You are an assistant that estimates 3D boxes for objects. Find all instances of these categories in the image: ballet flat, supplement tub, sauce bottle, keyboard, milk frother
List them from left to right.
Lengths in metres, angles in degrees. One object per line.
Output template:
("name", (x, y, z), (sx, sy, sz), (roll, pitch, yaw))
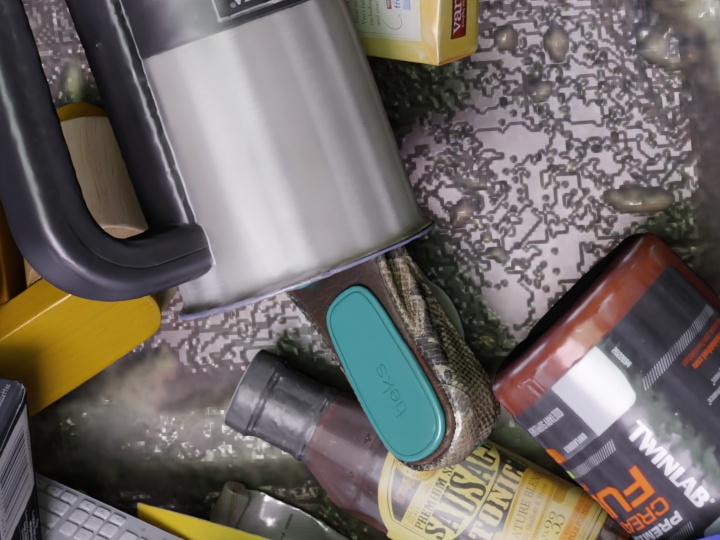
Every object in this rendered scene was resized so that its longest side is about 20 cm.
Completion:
("keyboard", (-0.174, 0.113, 1.230), (0.199, 0.056, 0.011), (21, 133, 22))
("milk frother", (-0.090, -0.077, 1.135), (0.179, 0.200, 0.189), (-20, 95, -11))
("ballet flat", (0.000, 0.000, 1.206), (0.068, 0.075, 0.201), (-38, 81, 34))
("sauce bottle", (0.031, 0.101, 1.229), (0.199, 0.066, 0.066), (25, 107, 5))
("supplement tub", (0.161, 0.085, 1.174), (0.200, 0.107, 0.107), (45, 108, 1))

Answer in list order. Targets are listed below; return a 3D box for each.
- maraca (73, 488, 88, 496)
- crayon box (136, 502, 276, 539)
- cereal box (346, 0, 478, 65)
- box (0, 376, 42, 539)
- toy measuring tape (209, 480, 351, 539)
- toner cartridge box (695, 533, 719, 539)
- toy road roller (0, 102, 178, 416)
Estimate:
("maraca", (-0.205, 0.184, 1.281), (0.137, 0.107, 0.201), (29, 94, -16))
("crayon box", (-0.040, 0.208, 1.242), (0.126, 0.051, 0.201), (11, 113, 38))
("cereal box", (-0.040, -0.175, 1.161), (0.199, 0.039, 0.145), (12, 110, 31))
("box", (-0.252, 0.105, 1.145), (0.199, 0.106, 0.123), (12, 135, 9))
("toy measuring tape", (0.013, 0.163, 1.244), (0.199, 0.074, 0.074), (27, 107, 6))
("toner cartridge box", (0.142, 0.167, 1.141), (0.095, 0.043, 0.200), (39, 144, -23))
("toy road roller", (-0.196, -0.010, 1.195), (0.199, 0.123, 0.146), (-30, 133, 14))
